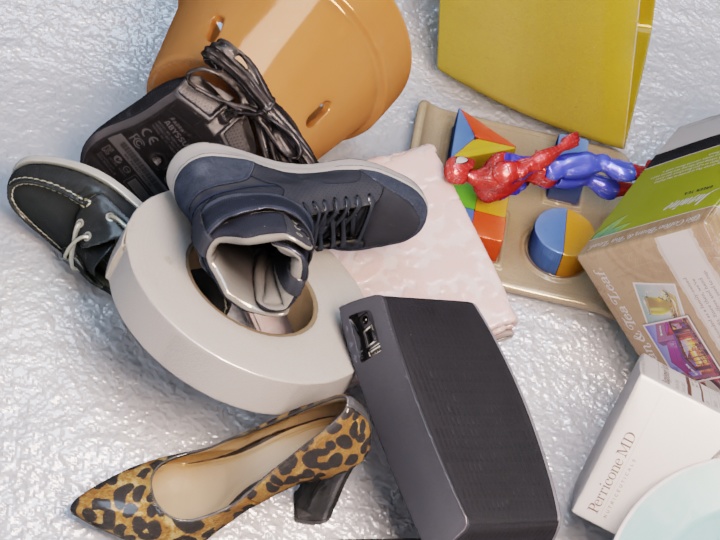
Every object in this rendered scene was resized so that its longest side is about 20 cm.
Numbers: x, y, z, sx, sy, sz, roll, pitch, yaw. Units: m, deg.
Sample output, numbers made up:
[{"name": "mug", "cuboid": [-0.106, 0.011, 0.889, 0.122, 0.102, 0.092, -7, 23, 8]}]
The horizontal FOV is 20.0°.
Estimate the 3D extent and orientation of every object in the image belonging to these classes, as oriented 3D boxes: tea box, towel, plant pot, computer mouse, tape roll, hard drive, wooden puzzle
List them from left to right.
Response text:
[{"name": "computer mouse", "cuboid": [-0.129, -0.100, 1.569, 0.139, 0.199, 0.053, 55, 36, -22]}, {"name": "tape roll", "cuboid": [-0.086, 0.021, 1.481, 0.202, 0.037, 0.203, 22, 34, -16]}, {"name": "plant pot", "cuboid": [-0.078, -0.159, 1.622, 0.199, 0.200, 0.140, 30, 55, 8]}, {"name": "towel", "cuboid": [0.000, 0.000, 1.597, 0.199, 0.032, 0.192, -16, 59, -15]}, {"name": "hard drive", "cuboid": [0.068, 0.107, 1.463, 0.134, 0.042, 0.201, 6, 54, -43]}, {"name": "wooden puzzle", "cuboid": [0.134, -0.060, 1.703, 0.199, 0.046, 0.186, 16, 48, -5]}, {"name": "plant pot", "cuboid": [0.165, -0.252, 1.776, 0.175, 0.201, 0.200, 9, 40, 10]}, {"name": "tea box", "cuboid": [0.305, 0.002, 1.595, 0.200, 0.133, 0.197, 55, 49, -17]}]

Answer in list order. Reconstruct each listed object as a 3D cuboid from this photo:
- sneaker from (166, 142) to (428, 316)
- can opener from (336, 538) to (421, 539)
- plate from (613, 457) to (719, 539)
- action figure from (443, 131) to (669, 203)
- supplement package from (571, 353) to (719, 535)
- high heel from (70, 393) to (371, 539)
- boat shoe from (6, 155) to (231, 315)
[{"name": "sneaker", "cuboid": [-0.031, -0.022, 1.466, 0.201, 0.077, 0.146, 6, 29, -21]}, {"name": "can opener", "cuboid": [-0.001, 0.223, 1.434, 0.199, 0.053, 0.067, 2, 83, -17]}, {"name": "plate", "cuboid": [0.265, 0.217, 1.376, 0.199, 0.026, 0.201, -4, 55, 6]}, {"name": "action figure", "cuboid": [0.159, -0.083, 1.658, 0.199, 0.065, 0.052, -5, 75, -23]}, {"name": "supplement package", "cuboid": [0.267, 0.162, 1.487, 0.199, 0.117, 0.117, 26, 8, 5]}, {"name": "high heel", "cuboid": [-0.095, 0.129, 1.406, 0.199, 0.143, 0.072, -1, 53, -19]}, {"name": "boat shoe", "cuboid": [-0.187, -0.018, 1.544, 0.199, 0.076, 0.060, 26, 42, 5]}]
